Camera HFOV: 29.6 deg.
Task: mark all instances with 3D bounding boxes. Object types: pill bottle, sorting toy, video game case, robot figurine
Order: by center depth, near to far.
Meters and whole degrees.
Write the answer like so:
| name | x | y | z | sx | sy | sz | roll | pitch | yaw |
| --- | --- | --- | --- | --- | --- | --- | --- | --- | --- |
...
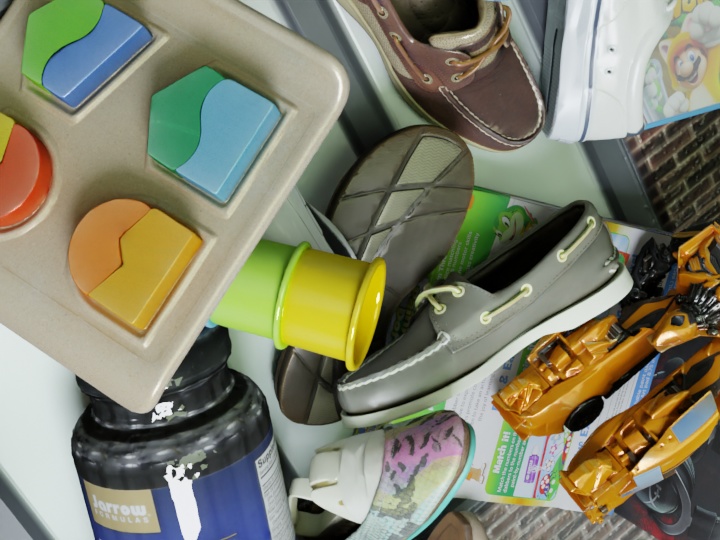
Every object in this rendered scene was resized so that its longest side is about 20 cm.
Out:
| name | x | y | z | sx | sy | sz | roll | pitch | yaw |
| --- | --- | --- | --- | --- | --- | --- | --- | --- | --- |
| sorting toy | -0.129 | -0.058 | 0.678 | 0.200 | 0.185 | 0.036 | -59 | 165 | 0 |
| pill bottle | -0.098 | 0.123 | 0.764 | 0.112 | 0.112 | 0.201 | -19 | 111 | -22 |
| robot figurine | 0.185 | 0.052 | 0.831 | 0.200 | 0.145 | 0.058 | -40 | 144 | -1 |
| video game case | 0.206 | -0.199 | 0.891 | 0.143 | 0.018 | 0.201 | -17 | 110 | -22 |

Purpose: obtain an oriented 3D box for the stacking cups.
| name | x | y | z | sx | sy | sz | roll | pitch | yaw |
| --- | --- | --- | --- | --- | --- | --- | --- | --- | --- |
| stacking cups | -0.088 | -0.005 | 0.710 | 0.199 | 0.060 | 0.061 | 16 | 97 | 12 |

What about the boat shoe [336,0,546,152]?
| name | x | y | z | sx | sy | sz | roll | pitch | yaw |
| --- | --- | --- | --- | --- | --- | --- | --- | --- | --- |
| boat shoe | 0.051 | -0.138 | 0.795 | 0.072 | 0.072 | 0.200 | -48 | 119 | -9 |

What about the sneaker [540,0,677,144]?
| name | x | y | z | sx | sy | sz | roll | pitch | yaw |
| --- | --- | --- | --- | --- | --- | --- | --- | --- | --- |
| sneaker | 0.154 | -0.175 | 0.829 | 0.070 | 0.073 | 0.201 | 0 | 118 | -8 |

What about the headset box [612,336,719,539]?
| name | x | y | z | sx | sy | sz | roll | pitch | yaw |
| --- | --- | --- | --- | --- | --- | --- | --- | --- | --- |
| headset box | 0.253 | 0.119 | 0.895 | 0.077 | 0.200 | 0.149 | 10 | 99 | -30 |

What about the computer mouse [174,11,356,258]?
| name | x | y | z | sx | sy | sz | roll | pitch | yaw |
| --- | --- | --- | --- | --- | --- | --- | --- | --- | --- |
| computer mouse | -0.068 | -0.037 | 0.743 | 0.110 | 0.044 | 0.200 | -37 | 107 | 9 |

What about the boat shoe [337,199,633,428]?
| name | x | y | z | sx | sy | sz | roll | pitch | yaw |
| --- | --- | --- | --- | --- | --- | --- | --- | --- | --- |
| boat shoe | 0.067 | 0.025 | 0.803 | 0.201 | 0.072 | 0.060 | -28 | 105 | -17 |

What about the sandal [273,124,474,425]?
| name | x | y | z | sx | sy | sz | roll | pitch | yaw |
| --- | --- | --- | --- | --- | --- | --- | --- | --- | --- |
| sandal | 0.000 | 0.000 | 0.821 | 0.081 | 0.055 | 0.201 | 12 | 112 | -23 |

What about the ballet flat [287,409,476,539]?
| name | x | y | z | sx | sy | sz | roll | pitch | yaw |
| --- | --- | --- | --- | --- | --- | --- | --- | --- | --- |
| ballet flat | -0.004 | 0.132 | 0.786 | 0.071 | 0.200 | 0.069 | 20 | 56 | -11 |

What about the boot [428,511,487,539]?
| name | x | y | z | sx | sy | sz | roll | pitch | yaw |
| --- | --- | --- | --- | --- | --- | --- | --- | --- | --- |
| boot | 0.107 | 0.247 | 0.915 | 0.146 | 0.070 | 0.201 | 2 | 116 | -22 |

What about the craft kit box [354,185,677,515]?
| name | x | y | z | sx | sy | sz | roll | pitch | yaw |
| --- | --- | --- | --- | --- | --- | --- | --- | --- | --- |
| craft kit box | 0.106 | 0.054 | 0.893 | 0.197 | 0.048 | 0.201 | 11 | 98 | -32 |
